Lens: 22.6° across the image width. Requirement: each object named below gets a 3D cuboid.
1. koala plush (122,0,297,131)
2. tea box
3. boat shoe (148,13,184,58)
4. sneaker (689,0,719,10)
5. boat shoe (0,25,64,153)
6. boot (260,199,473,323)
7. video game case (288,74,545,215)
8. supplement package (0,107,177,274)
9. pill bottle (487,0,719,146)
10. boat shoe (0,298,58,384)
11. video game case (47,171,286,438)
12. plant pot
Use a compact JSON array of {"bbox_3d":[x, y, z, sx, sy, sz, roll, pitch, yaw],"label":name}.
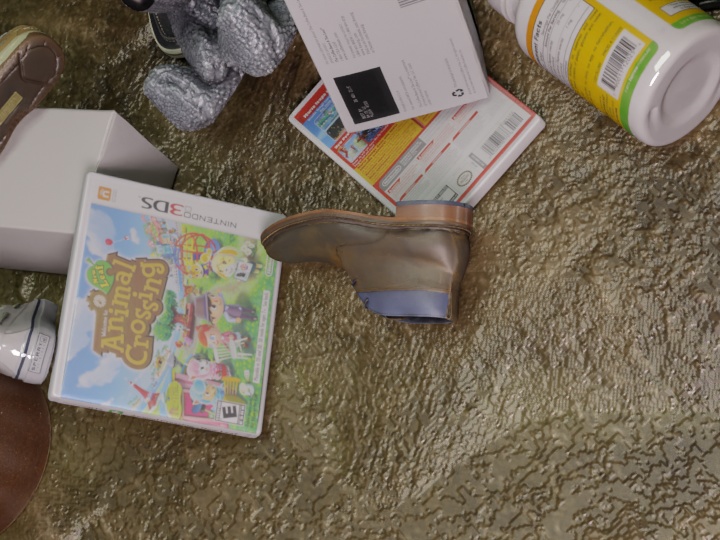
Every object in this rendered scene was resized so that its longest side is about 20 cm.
[{"bbox_3d":[-0.159,-0.264,1.582,0.177,0.200,0.184,-33,29,49],"label":"koala plush"},{"bbox_3d":[0.013,-0.259,1.499,0.133,0.200,0.198,-14,58,9],"label":"tea box"},{"bbox_3d":[-0.178,-0.295,1.710,0.074,0.062,0.201,-10,67,20],"label":"boat shoe"},{"bbox_3d":[0.257,-0.260,1.476,0.199,0.074,0.085,20,80,31],"label":"sneaker"},{"bbox_3d":[-0.347,-0.136,1.592,0.200,0.072,0.076,-45,42,-8],"label":"boat shoe"},{"bbox_3d":[0.000,0.000,1.492,0.199,0.075,0.097,-7,75,32],"label":"boot"},{"bbox_3d":[0.046,-0.129,1.560,0.143,0.017,0.200,-48,58,2],"label":"video game case"},{"bbox_3d":[-0.290,-0.071,1.639,0.199,0.120,0.122,6,70,28],"label":"supplement package"},{"bbox_3d":[0.196,-0.198,1.459,0.111,0.111,0.200,-48,58,1],"label":"pill bottle"},{"bbox_3d":[-0.302,0.054,1.556,0.066,0.200,0.074,18,85,-13],"label":"boat shoe"},{"bbox_3d":[-0.160,0.029,1.524,0.181,0.022,0.201,12,71,-17],"label":"video game case"},{"bbox_3d":[-0.402,0.131,1.565,0.186,0.200,0.188,-10,65,22],"label":"plant pot"}]
